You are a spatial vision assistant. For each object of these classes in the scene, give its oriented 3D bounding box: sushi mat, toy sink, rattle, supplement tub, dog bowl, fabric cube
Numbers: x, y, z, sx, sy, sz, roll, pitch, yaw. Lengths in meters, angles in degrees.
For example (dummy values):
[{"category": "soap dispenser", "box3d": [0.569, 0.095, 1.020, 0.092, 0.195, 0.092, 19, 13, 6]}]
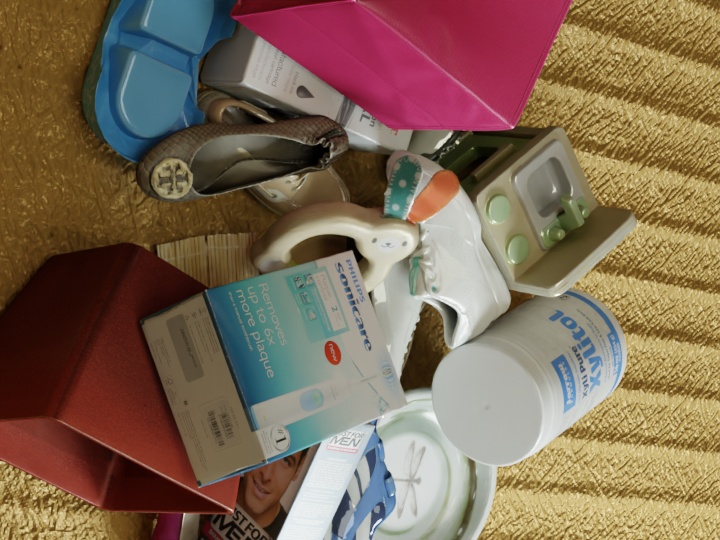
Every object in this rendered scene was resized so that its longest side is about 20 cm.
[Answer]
[{"category": "sushi mat", "box3d": [-0.136, 0.065, 1.639, 0.095, 0.012, 0.202, -6, 101, -14]}, {"category": "toy sink", "box3d": [0.147, -0.066, 1.727, 0.130, 0.200, 0.112, -40, 118, -23]}, {"category": "rattle", "box3d": [0.000, 0.000, 1.581, 0.131, 0.199, 0.143, 58, 24, -30]}, {"category": "supplement tub", "box3d": [0.173, 0.104, 1.779, 0.200, 0.131, 0.133, -29, 115, -54]}, {"category": "dog bowl", "box3d": [-0.182, -0.193, 1.562, 0.111, 0.049, 0.201, 21, 84, -36]}, {"category": "fabric cube", "box3d": [0.045, -0.254, 1.525, 0.199, 0.200, 0.197, 32, 76, -31]}]

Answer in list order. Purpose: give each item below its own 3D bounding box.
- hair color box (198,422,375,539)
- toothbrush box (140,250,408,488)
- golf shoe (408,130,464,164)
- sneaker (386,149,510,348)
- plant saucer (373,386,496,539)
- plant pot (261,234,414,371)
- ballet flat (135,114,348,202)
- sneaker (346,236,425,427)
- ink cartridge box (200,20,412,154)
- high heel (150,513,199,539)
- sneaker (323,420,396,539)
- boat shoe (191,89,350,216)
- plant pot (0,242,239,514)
[{"category": "hair color box", "box3d": [-0.073, 0.205, 1.633, 0.060, 0.099, 0.201, 14, 105, -43]}, {"category": "toothbrush box", "box3d": [-0.068, 0.078, 1.468, 0.200, 0.085, 0.147, -14, 83, -53]}, {"category": "golf shoe", "box3d": [0.078, -0.180, 1.751, 0.088, 0.077, 0.201, 36, 72, -13]}, {"category": "sneaker", "box3d": [0.070, -0.016, 1.665, 0.088, 0.075, 0.201, -42, 115, -26]}, {"category": "plant saucer", "box3d": [0.048, 0.215, 1.790, 0.199, 0.050, 0.202, -6, 100, -36]}, {"category": "plant pot", "box3d": [-0.033, 0.052, 1.721, 0.199, 0.027, 0.202, -6, 101, -35]}, {"category": "ballet flat", "box3d": [-0.101, -0.098, 1.564, 0.199, 0.046, 0.068, -11, 123, -23]}, {"category": "sneaker", "box3d": [0.035, 0.052, 1.708, 0.084, 0.073, 0.202, -2, 97, -33]}, {"category": "ink cartridge box", "box3d": [-0.031, -0.207, 1.647, 0.199, 0.083, 0.146, 21, 84, -35]}, {"category": "high heel", "box3d": [-0.182, 0.204, 1.622, 0.067, 0.096, 0.201, 1, 79, -63]}, {"category": "sneaker", "box3d": [-0.007, 0.191, 1.679, 0.082, 0.074, 0.201, 10, 98, -28]}, {"category": "boat shoe", "box3d": [-0.077, -0.099, 1.642, 0.200, 0.064, 0.072, 31, 79, -36]}, {"category": "plant pot", "box3d": [-0.211, 0.088, 1.505, 0.200, 0.199, 0.177, 33, 64, -35]}]
